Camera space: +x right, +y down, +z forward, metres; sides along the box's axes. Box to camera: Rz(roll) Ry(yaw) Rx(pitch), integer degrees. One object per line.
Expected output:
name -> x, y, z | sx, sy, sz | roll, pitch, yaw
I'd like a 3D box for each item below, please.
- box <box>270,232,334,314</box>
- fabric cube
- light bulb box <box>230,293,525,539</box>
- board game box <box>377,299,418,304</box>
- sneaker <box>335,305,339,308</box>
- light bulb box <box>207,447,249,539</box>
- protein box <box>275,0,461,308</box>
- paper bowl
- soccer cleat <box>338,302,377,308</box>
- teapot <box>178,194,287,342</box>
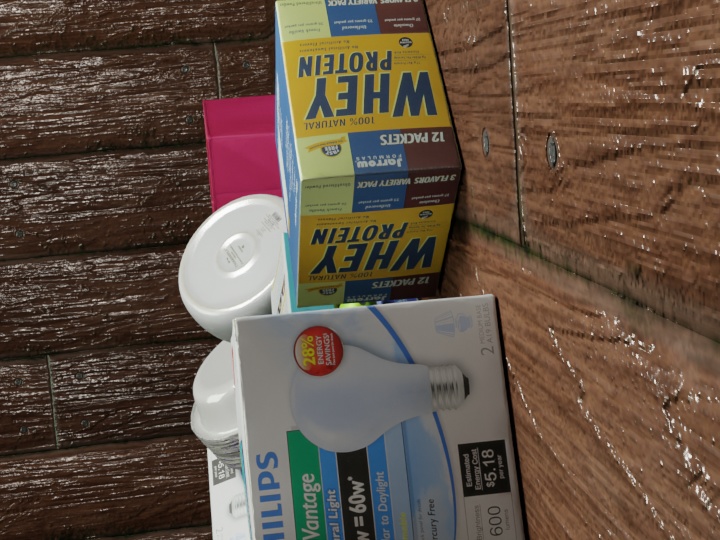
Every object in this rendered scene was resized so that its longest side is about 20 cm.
box -> -0.061, 0.043, 1.253 | 0.200, 0.049, 0.083 | -102, 22, -60
fabric cube -> -0.153, -0.169, 1.989 | 0.197, 0.198, 0.202 | -111, 17, -61
light bulb box -> 0.007, 0.130, 0.921 | 0.125, 0.198, 0.200 | 119, 145, -78
board game box -> 0.047, 0.149, 1.242 | 0.200, 0.043, 0.201 | 91, 171, -48
sneaker -> 0.000, 0.000, 1.348 | 0.200, 0.080, 0.074 | 99, 171, -65
light bulb box -> -0.084, 0.291, 1.586 | 0.125, 0.199, 0.199 | 50, -157, -48
protein box -> -0.003, -0.105, 1.082 | 0.199, 0.134, 0.201 | 96, 167, -56
paper bowl -> -0.132, 0.145, 1.526 | 0.105, 0.200, 0.201 | 51, -172, -24
soccer cleat -> -0.010, 0.080, 1.270 | 0.200, 0.067, 0.082 | 114, 162, -63
teapot -> -0.117, 0.013, 1.464 | 0.146, 0.196, 0.201 | 48, -136, -48
